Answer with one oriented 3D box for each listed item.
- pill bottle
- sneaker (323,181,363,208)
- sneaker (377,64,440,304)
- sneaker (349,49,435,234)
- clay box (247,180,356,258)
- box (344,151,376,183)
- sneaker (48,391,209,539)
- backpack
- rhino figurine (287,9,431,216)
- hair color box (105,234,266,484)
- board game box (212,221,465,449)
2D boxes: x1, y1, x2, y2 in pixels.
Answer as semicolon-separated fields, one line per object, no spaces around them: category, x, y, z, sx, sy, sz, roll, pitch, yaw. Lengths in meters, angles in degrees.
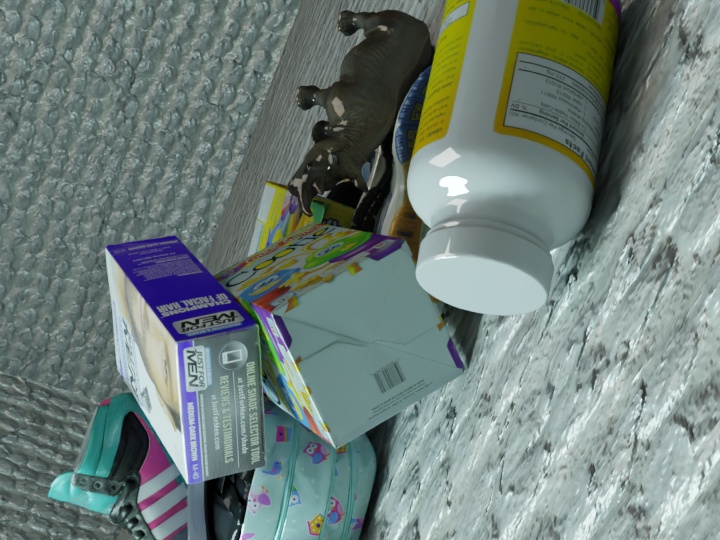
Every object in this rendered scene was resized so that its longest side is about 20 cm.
pill bottle;0.085;-0.080;0.720;0.104;0.104;0.201;131;155;-64
sneaker;0.000;0.000;1.137;0.112;0.073;0.201;140;140;-63
sneaker;0.045;-0.064;0.972;0.088;0.075;0.201;140;147;-71
sneaker;0.043;-0.088;1.062;0.089;0.077;0.201;28;-96;-84
clay box;-0.055;-0.010;1.114;0.200;0.047;0.116;-151;75;-70
box;-0.029;-0.017;1.369;0.137;0.038;0.201;-89;20;-55
sneaker;-0.179;0.185;0.982;0.084;0.120;0.201;132;137;-66
backpack;-0.065;0.164;1.029;0.200;0.126;0.168;-170;85;-78
rhino figurine;-0.005;-0.124;0.981;0.087;0.060;0.201;-1;54;38
hair color box;-0.132;0.058;0.935;0.200;0.064;0.110;-143;47;-58
board game box;-0.025;0.037;0.910;0.105;0.103;0.200;-29;13;-15
